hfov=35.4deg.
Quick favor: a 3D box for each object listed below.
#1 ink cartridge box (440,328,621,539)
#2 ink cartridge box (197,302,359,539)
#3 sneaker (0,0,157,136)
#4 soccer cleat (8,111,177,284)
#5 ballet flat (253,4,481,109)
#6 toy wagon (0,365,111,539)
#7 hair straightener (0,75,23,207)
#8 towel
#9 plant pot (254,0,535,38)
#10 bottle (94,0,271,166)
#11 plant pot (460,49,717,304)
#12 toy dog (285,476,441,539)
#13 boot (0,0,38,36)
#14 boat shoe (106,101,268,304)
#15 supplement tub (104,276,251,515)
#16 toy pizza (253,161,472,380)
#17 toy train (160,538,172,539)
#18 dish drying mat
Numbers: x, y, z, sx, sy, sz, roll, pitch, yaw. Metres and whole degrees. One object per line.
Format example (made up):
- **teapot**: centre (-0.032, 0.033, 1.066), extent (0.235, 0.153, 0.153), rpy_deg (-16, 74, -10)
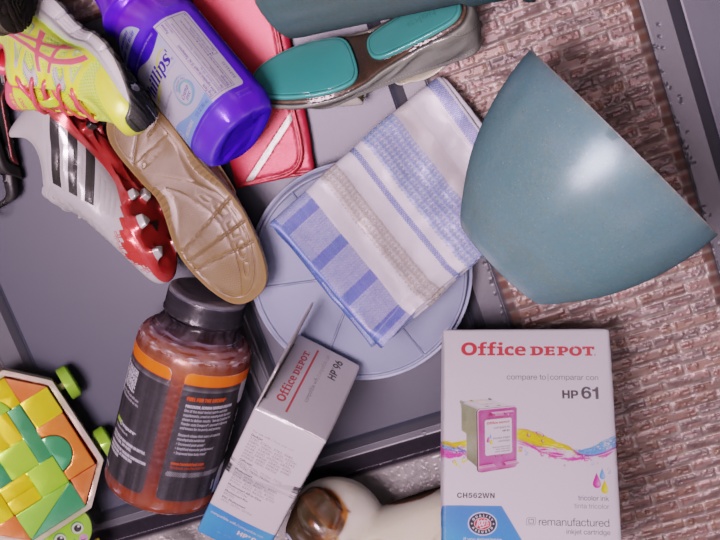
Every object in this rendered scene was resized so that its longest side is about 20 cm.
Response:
- **ink cartridge box**: centre (0.139, 0.153, 0.950), extent (0.144, 0.085, 0.201), rpy_deg (-1, 65, 6)
- **ink cartridge box**: centre (-0.064, 0.140, 0.984), extent (0.068, 0.116, 0.200), rpy_deg (26, 123, 0)
- **sneaker**: centre (-0.242, -0.154, 0.923), extent (0.090, 0.078, 0.200), rpy_deg (-44, 53, -10)
- **soccer cleat**: centre (-0.234, -0.068, 1.001), extent (0.085, 0.069, 0.200), rpy_deg (-30, 97, 23)
- **ballet flat**: centre (0.008, -0.168, 0.943), extent (0.199, 0.068, 0.064), rpy_deg (-20, 147, 12)
- **toy wagon**: centre (-0.305, 0.191, 1.058), extent (0.155, 0.040, 0.201), rpy_deg (-32, 99, -12)
- **hair straightener**: centre (-0.344, -0.138, 0.989), extent (0.041, 0.077, 0.201), rpy_deg (12, 114, 34)
- **towel**: centre (0.043, -0.050, 0.949), extent (0.200, 0.024, 0.147), rpy_deg (-41, 98, -10)
- **plant pot**: centre (0.013, -0.274, 0.855), extent (0.195, 0.200, 0.201), rpy_deg (-13, 104, 19)
- **bottle**: centre (-0.157, -0.183, 0.935), extent (0.200, 0.065, 0.084), rpy_deg (51, 143, 10)
- **plant pot**: centre (0.157, -0.053, 0.880), extent (0.200, 0.200, 0.135), rpy_deg (43, 104, -6)
- **toy dog**: centre (0.030, 0.248, 1.018), extent (0.199, 0.140, 0.195), rpy_deg (9, 90, 5)
- **boot**: centre (-0.365, -0.242, 0.922), extent (0.199, 0.182, 0.073), rpy_deg (-6, 133, 2)
- **boat shoe**: centre (-0.140, -0.065, 0.984), extent (0.074, 0.069, 0.200), rpy_deg (-31, 95, 15)
- **supplement tub**: centre (-0.160, 0.110, 1.017), extent (0.106, 0.107, 0.201), rpy_deg (18, 107, 2)
- **toy pizza**: centre (0.000, 0.000, 1.005), extent (0.199, 0.032, 0.201), rpy_deg (1, 105, 5)
- **toy train**: centre (-0.115, 0.327, 1.102), extent (0.199, 0.056, 0.151), rpy_deg (17, 102, 1)
- **dish drying mat**: centre (-0.094, -0.175, 0.975), extent (0.076, 0.018, 0.201), rpy_deg (-9, 104, 10)
